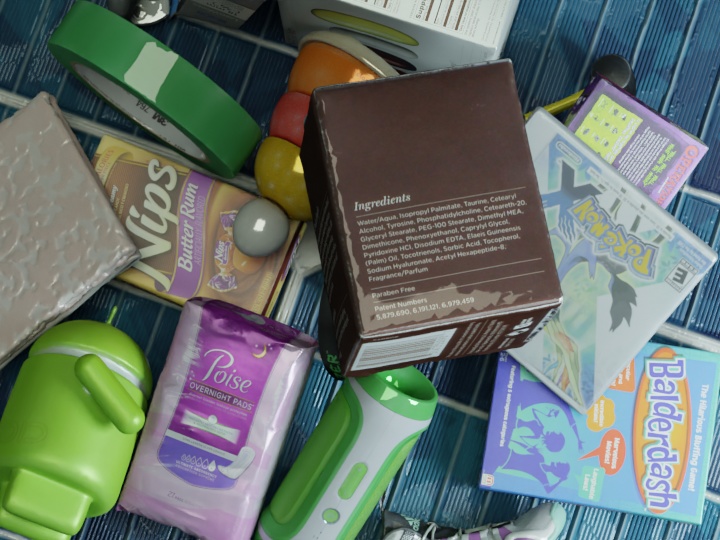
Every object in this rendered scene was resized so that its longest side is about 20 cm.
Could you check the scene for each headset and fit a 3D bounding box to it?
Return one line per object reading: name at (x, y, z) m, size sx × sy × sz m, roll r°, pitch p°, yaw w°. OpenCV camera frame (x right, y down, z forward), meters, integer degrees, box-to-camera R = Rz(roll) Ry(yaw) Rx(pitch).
headset at (0.000, 0.000, 1.599) m, size 0.093 × 0.124 × 0.202 m, roll 9°, pitch 66°, yaw 25°

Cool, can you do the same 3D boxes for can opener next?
can opener at (-0.204, -0.323, 1.675) m, size 0.052 × 0.067 × 0.202 m, roll -1°, pitch 77°, yaw 3°

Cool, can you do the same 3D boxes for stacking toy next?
stacking toy at (-0.047, -0.096, 1.578) m, size 0.146 × 0.146 × 0.200 m, roll 38°, pitch 74°, yaw 6°

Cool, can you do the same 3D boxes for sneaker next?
sneaker at (0.070, 0.234, 1.573) m, size 0.200 × 0.078 × 0.140 m, roll -40°, pitch 83°, yaw -5°

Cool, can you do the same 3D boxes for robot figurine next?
robot figurine at (-0.247, 0.131, 1.550) m, size 0.115 × 0.176 × 0.201 m, roll 22°, pitch 60°, yaw -11°

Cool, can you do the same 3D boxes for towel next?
towel at (-0.311, -0.030, 1.608) m, size 0.199 × 0.032 × 0.192 m, roll -37°, pitch 67°, yaw 8°

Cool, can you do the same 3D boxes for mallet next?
mallet at (0.160, -0.136, 1.653) m, size 0.199 × 0.066 × 0.041 m, roll -25°, pitch 71°, yaw 13°

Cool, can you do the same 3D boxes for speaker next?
speaker at (-0.014, 0.170, 1.549) m, size 0.088 × 0.088 × 0.201 m, roll 33°, pitch 109°, yaw 6°

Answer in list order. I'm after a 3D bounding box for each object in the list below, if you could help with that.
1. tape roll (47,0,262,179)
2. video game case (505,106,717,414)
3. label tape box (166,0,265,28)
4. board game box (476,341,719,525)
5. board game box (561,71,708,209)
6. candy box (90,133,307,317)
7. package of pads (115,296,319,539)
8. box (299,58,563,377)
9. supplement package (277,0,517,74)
tape roll at (-0.179, -0.156, 1.577) m, size 0.199 × 0.200 × 0.048 m, roll 33°, pitch 83°, yaw 6°
video game case at (0.172, -0.007, 1.551) m, size 0.200 × 0.022 × 0.183 m, roll 39°, pitch 106°, yaw 2°
label tape box at (-0.109, -0.298, 1.609) m, size 0.063 × 0.200 × 0.146 m, roll 18°, pitch 82°, yaw -13°
board game box at (0.212, 0.134, 1.601) m, size 0.198 × 0.045 × 0.154 m, roll 8°, pitch 82°, yaw 2°
board game box at (0.198, -0.058, 1.579) m, size 0.119 × 0.032 × 0.201 m, roll 31°, pitch 106°, yaw -11°
candy box at (-0.162, -0.030, 1.631) m, size 0.198 × 0.056 × 0.118 m, roll 22°, pitch 84°, yaw 6°
package of pads at (-0.122, 0.133, 1.561) m, size 0.119 × 0.076 × 0.202 m, roll 20°, pitch 94°, yaw 6°
box at (0.051, -0.038, 1.440) m, size 0.162 × 0.166 × 0.202 m, roll -9°, pitch 78°, yaw -7°
supplement package at (0.042, -0.262, 1.592) m, size 0.198 × 0.191 × 0.148 m, roll 18°, pitch 82°, yaw 4°
